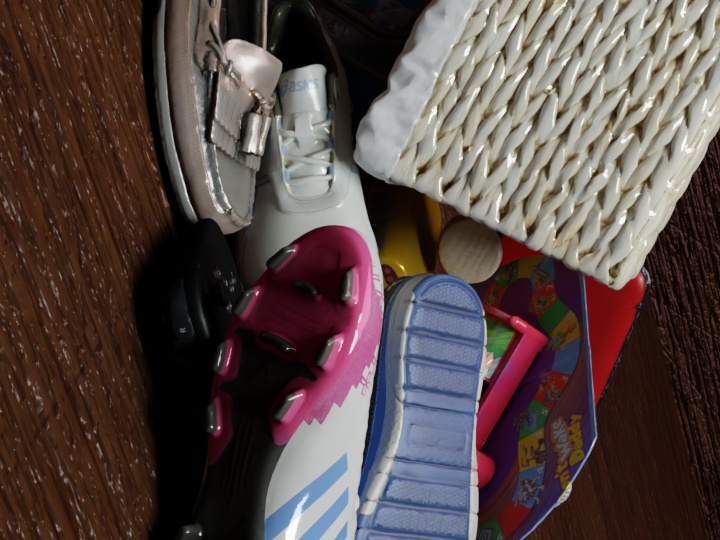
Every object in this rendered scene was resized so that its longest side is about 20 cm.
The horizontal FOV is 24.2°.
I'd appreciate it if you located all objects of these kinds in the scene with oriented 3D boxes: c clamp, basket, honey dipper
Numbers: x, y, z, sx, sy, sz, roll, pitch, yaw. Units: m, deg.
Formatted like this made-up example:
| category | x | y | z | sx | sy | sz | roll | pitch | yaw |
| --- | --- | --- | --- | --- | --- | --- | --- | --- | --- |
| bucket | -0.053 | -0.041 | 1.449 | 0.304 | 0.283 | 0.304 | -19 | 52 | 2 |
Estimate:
| category | x | y | z | sx | sy | sz | roll | pitch | yaw |
| --- | --- | --- | --- | --- | --- | --- | --- | --- | --- |
| c clamp | 0.002 | -0.199 | 0.996 | 0.199 | 0.027 | 0.172 | 24 | 69 | -21 |
| basket | 0.120 | -0.106 | 0.920 | 0.201 | 0.160 | 0.198 | -61 | 171 | 8 |
| honey dipper | 0.066 | -0.021 | 1.059 | 0.200 | 0.038 | 0.038 | -74 | 151 | -83 |

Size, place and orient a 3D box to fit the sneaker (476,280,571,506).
| category | x | y | z | sx | sy | sz | roll | pitch | yaw |
| --- | --- | --- | --- | --- | --- | --- | --- | --- | --- |
| sneaker | 0.090 | 0.073 | 1.081 | 0.199 | 0.079 | 0.131 | 58 | 29 | -60 |

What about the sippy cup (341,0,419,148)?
| category | x | y | z | sx | sy | sz | roll | pitch | yaw |
| --- | --- | --- | --- | --- | --- | --- | --- | --- | --- |
| sippy cup | 0.008 | -0.152 | 1.063 | 0.140 | 0.176 | 0.131 | 108 | -3 | -54 |

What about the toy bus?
| category | x | y | z | sx | sy | sz | roll | pitch | yaw |
| --- | --- | --- | --- | --- | --- | --- | --- | --- | --- |
| toy bus | 0.000 | 0.000 | 0.988 | 0.200 | 0.078 | 0.066 | -77 | 152 | -63 |

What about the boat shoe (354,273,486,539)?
| category | x | y | z | sx | sy | sz | roll | pitch | yaw |
| --- | --- | --- | --- | --- | --- | --- | --- | --- | --- |
| boat shoe | 0.019 | 0.103 | 0.877 | 0.072 | 0.072 | 0.202 | 17 | 80 | -28 |

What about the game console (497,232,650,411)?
| category | x | y | z | sx | sy | sz | roll | pitch | yaw |
| --- | --- | --- | --- | --- | --- | --- | --- | --- | --- |
| game console | 0.119 | 0.030 | 1.187 | 0.118 | 0.172 | 0.201 | -27 | 142 | -52 |

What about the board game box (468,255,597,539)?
| category | x | y | z | sx | sy | sz | roll | pitch | yaw |
| --- | --- | --- | --- | --- | --- | --- | --- | --- | --- |
| board game box | 0.057 | 0.070 | 0.938 | 0.039 | 0.158 | 0.201 | 33 | 40 | -30 |

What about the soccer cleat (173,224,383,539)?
| category | x | y | z | sx | sy | sz | roll | pitch | yaw |
| --- | --- | --- | --- | --- | --- | --- | --- | --- | --- |
| soccer cleat | -0.030 | 0.081 | 0.745 | 0.086 | 0.069 | 0.202 | 24 | 84 | -54 |

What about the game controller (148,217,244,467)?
| category | x | y | z | sx | sy | sz | roll | pitch | yaw |
| --- | --- | --- | --- | --- | --- | --- | --- | --- | --- |
| game controller | -0.052 | 0.076 | 0.816 | 0.104 | 0.042 | 0.201 | -69 | 146 | -63 |

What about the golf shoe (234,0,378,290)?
| category | x | y | z | sx | sy | sz | roll | pitch | yaw |
| --- | --- | --- | --- | --- | --- | --- | --- | --- | --- |
| golf shoe | -0.034 | -0.058 | 0.888 | 0.098 | 0.078 | 0.201 | 86 | -5 | -49 |

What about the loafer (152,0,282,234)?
| category | x | y | z | sx | sy | sz | roll | pitch | yaw |
| --- | --- | --- | --- | --- | --- | --- | --- | --- | --- |
| loafer | -0.069 | -0.118 | 0.854 | 0.072 | 0.062 | 0.202 | 36 | 45 | -69 |
